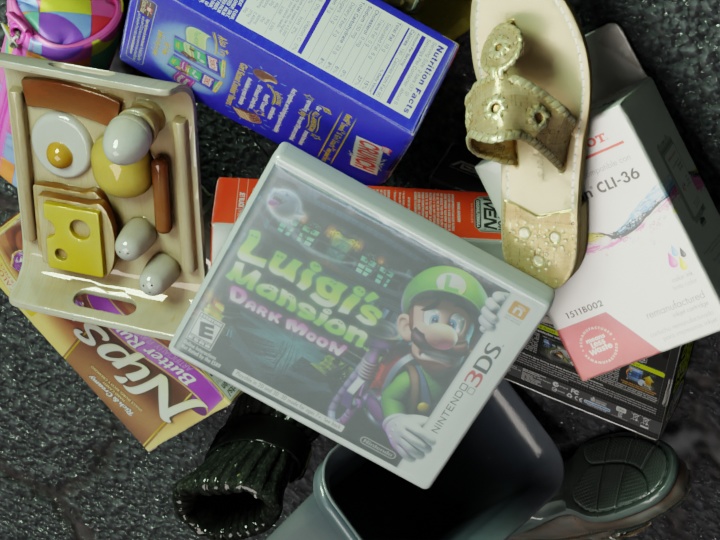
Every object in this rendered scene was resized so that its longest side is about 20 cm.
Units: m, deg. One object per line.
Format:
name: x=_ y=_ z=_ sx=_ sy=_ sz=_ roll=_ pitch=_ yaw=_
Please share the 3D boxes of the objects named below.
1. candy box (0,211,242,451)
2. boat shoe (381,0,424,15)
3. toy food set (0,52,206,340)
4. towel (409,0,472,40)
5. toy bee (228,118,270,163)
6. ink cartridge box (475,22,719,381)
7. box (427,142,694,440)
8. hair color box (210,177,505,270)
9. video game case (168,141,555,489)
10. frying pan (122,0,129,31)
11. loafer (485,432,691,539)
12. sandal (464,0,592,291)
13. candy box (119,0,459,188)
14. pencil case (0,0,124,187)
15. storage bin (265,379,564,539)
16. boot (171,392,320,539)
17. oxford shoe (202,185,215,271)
candy box: x=-0.177 y=0.029 z=1.869 sx=0.200 sy=0.056 sz=0.116 roll=50 pitch=137 yaw=-9
boat shoe: x=0.058 y=-0.221 z=1.561 sx=0.076 sy=0.072 sz=0.200 roll=30 pitch=149 yaw=-12
toy food set: x=-0.184 y=-0.050 z=1.739 sx=0.143 sy=0.060 sz=0.201 roll=11 pitch=124 yaw=18
towel: x=0.058 y=-0.229 z=1.610 sx=0.144 sy=0.023 sz=0.200 roll=47 pitch=137 yaw=-11
toy bee: x=-0.053 y=-0.011 z=1.781 sx=0.200 sy=0.109 sz=0.131 roll=43 pitch=133 yaw=9
ink cartridge box: x=0.155 y=-0.044 z=1.640 sx=0.116 sy=0.067 sz=0.201 roll=-23 pitch=99 yaw=30
box: x=0.136 y=0.016 z=1.764 sx=0.199 sy=0.044 sz=0.161 roll=21 pitch=135 yaw=15
hair color box: x=0.000 y=0.000 z=1.700 sx=0.199 sy=0.061 sz=0.102 roll=4 pitch=124 yaw=-1
video game case: x=-0.002 y=0.033 z=1.647 sx=0.199 sy=0.023 sz=0.182 roll=29 pitch=125 yaw=-4
frying pan: x=-0.146 y=-0.215 z=1.750 sx=0.114 sy=0.031 sz=0.190 roll=4 pitch=140 yaw=34
loafer: x=0.175 y=0.167 z=1.870 sx=0.063 sy=0.072 sz=0.200 roll=34 pitch=150 yaw=-29
sandal: x=0.099 y=-0.080 z=1.569 sx=0.077 sy=0.070 sz=0.213 roll=2 pitch=112 yaw=25
candy box: x=-0.049 y=-0.142 z=1.654 sx=0.199 sy=0.077 sz=0.169 roll=30 pitch=165 yaw=-2
pencil case: x=-0.224 y=-0.138 z=1.814 sx=0.088 sy=0.089 sz=0.200 roll=30 pitch=147 yaw=6
storage bin: x=0.022 y=0.163 z=1.849 sx=0.146 sy=0.200 sz=0.134 roll=52 pitch=137 yaw=2
boot: x=-0.051 y=0.103 z=1.879 sx=0.079 sy=0.158 sz=0.211 roll=35 pitch=138 yaw=0
oxford shoe: x=-0.114 y=-0.028 z=1.873 sx=0.058 sy=0.075 sz=0.201 roll=-26 pitch=106 yaw=20
